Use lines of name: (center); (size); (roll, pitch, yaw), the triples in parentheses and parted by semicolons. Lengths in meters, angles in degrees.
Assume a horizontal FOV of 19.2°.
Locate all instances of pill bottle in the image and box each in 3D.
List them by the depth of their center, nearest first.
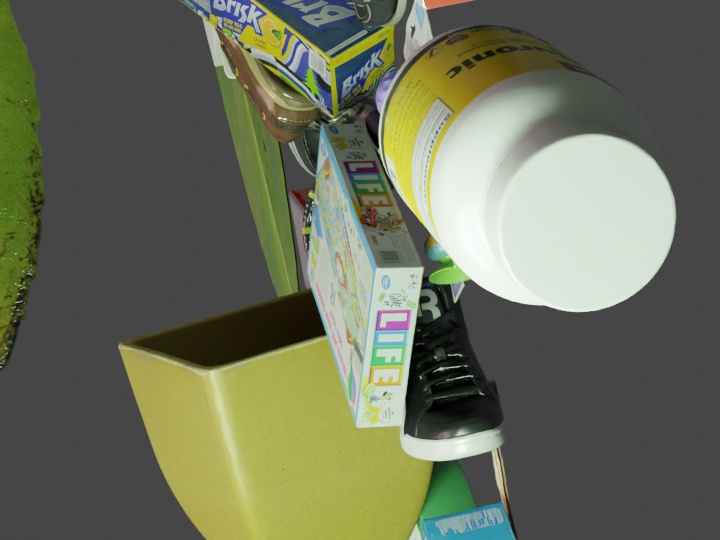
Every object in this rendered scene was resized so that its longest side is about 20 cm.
pill bottle: (0.080, -0.048, 1.012); (0.200, 0.111, 0.111); (-123, 23, -70)

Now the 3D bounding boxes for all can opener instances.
can opener: (0.011, -0.096, 1.697); (0.066, 0.053, 0.200); (65, 176, -19)

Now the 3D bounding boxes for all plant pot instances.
plant pot: (-0.055, 0.138, 1.696); (0.195, 0.194, 0.200); (11, 114, 63)

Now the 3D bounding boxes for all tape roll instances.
tape roll: (0.072, 0.252, 1.762); (0.200, 0.048, 0.201); (169, 90, -83)

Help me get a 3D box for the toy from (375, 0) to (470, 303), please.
toy: (0.039, -0.085, 1.497); (0.115, 0.047, 0.200); (105, 152, -70)

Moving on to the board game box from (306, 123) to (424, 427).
board game box: (0.000, 0.000, 1.539); (0.200, 0.034, 0.135); (-110, 23, -54)

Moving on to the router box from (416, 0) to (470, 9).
router box: (0.029, -0.270, 1.290); (0.200, 0.049, 0.180); (-120, 20, -67)

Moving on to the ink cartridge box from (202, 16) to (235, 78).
ink cartridge box: (-0.089, -0.259, 1.925); (0.068, 0.116, 0.200); (102, 156, -69)

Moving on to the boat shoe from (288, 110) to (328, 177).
boat shoe: (-0.028, -0.156, 1.848); (0.066, 0.070, 0.200); (-109, 18, -53)

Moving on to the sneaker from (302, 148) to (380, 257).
sneaker: (-0.003, -0.009, 1.829); (0.076, 0.075, 0.200); (-18, -68, -68)

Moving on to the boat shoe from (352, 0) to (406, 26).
boat shoe: (-0.001, -0.229, 1.517); (0.200, 0.063, 0.073); (102, 155, -72)

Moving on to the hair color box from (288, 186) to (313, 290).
hair color box: (-0.018, -0.015, 1.973); (0.200, 0.061, 0.102); (-125, 25, -74)

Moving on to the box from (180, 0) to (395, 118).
box: (-0.060, -0.206, 1.678); (0.200, 0.070, 0.064); (40, 150, 32)

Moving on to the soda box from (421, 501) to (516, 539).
soda box: (0.099, 0.266, 1.511); (0.068, 0.064, 0.200); (86, 170, -46)

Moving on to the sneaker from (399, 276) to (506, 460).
sneaker: (0.051, 0.063, 1.529); (0.200, 0.073, 0.112); (-131, 29, -78)

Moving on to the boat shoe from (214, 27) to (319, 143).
boat shoe: (-0.089, -0.189, 1.796); (0.200, 0.072, 0.068); (63, 145, 36)
